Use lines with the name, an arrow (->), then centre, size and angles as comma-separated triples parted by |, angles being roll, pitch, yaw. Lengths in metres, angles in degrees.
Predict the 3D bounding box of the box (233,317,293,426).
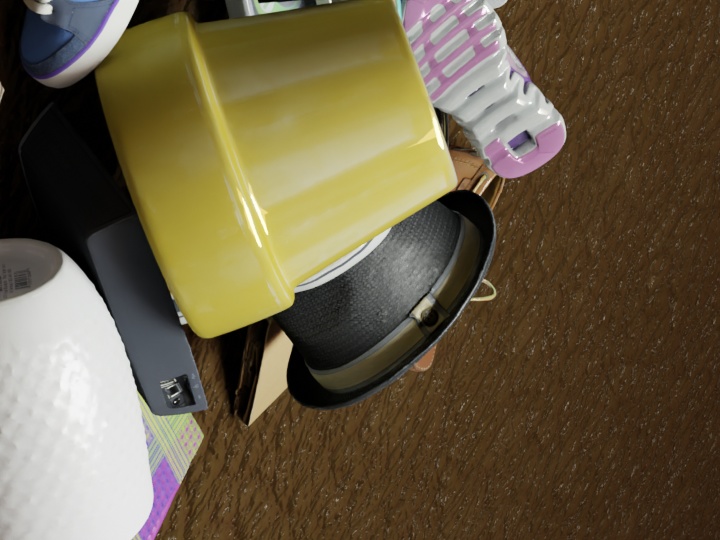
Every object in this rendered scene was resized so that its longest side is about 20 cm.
box -> -0.025, 0.015, 1.771 | 0.200, 0.021, 0.164 | -45, 163, -30

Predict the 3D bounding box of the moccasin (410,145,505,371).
moccasin -> 0.079, -0.006, 1.960 | 0.074, 0.077, 0.203 | 7, 104, -64

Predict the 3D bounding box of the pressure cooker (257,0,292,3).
pressure cooker -> -0.030, -0.256, 1.399 | 0.176, 0.198, 0.179 | 86, -3, -50

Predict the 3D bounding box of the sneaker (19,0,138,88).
sneaker -> -0.189, -0.208, 1.298 | 0.146, 0.081, 0.201 | 14, 120, -40

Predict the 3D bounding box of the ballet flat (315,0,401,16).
ballet flat -> -0.004, -0.239, 1.551 | 0.071, 0.070, 0.202 | -10, 103, -61

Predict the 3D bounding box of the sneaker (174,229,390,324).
sneaker -> -0.075, -0.025, 1.541 | 0.199, 0.079, 0.079 | -23, 145, 10

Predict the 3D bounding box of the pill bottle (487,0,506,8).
pill bottle -> 0.098, -0.304, 1.678 | 0.112, 0.112, 0.201 | 49, 55, -62

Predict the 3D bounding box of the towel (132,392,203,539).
towel -> -0.180, 0.144, 1.558 | 0.201, 0.023, 0.144 | -63, 141, -39

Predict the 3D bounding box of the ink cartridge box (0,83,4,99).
ink cartridge box -> -0.294, -0.022, 1.218 | 0.165, 0.075, 0.201 | -2, 112, -64

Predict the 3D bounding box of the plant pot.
plant pot -> -0.047, -0.082, 1.409 | 0.188, 0.202, 0.201 | -21, 147, 2

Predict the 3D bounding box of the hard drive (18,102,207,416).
hard drive -> -0.160, 0.001, 1.442 | 0.042, 0.135, 0.201 | -30, 142, -13

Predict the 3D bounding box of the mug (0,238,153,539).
mug -> -0.210, 0.065, 1.402 | 0.200, 0.146, 0.176 | -83, 168, -62

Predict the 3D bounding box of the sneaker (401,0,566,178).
sneaker -> 0.079, -0.158, 1.686 | 0.080, 0.089, 0.200 | -32, 133, 9

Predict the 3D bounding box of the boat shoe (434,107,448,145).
boat shoe -> 0.059, -0.181, 1.763 | 0.072, 0.066, 0.202 | -73, 173, -77

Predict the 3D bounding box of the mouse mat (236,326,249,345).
mouse mat -> -0.043, -0.018, 1.688 | 0.161, 0.008, 0.200 | -50, 168, -9

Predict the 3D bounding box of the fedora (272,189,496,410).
fedora -> 0.000, 0.000, 1.613 | 0.092, 0.200, 0.201 | 44, 66, -25

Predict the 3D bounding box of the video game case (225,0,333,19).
video game case -> -0.027, -0.187, 1.594 | 0.182, 0.023, 0.201 | -42, 130, -43
